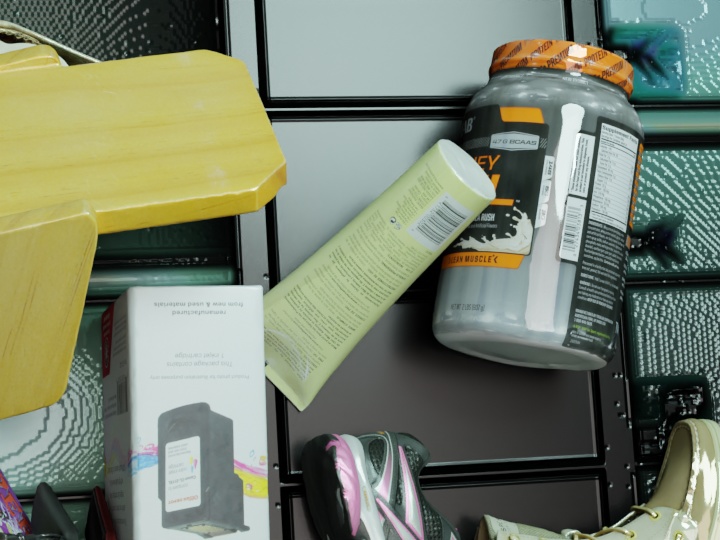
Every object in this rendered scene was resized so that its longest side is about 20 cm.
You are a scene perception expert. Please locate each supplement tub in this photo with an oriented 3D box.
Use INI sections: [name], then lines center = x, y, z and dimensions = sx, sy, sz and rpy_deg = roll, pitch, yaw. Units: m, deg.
[supplement tub]
center = 0.119, -0.042, 1.214
dimensions = 0.122, 0.123, 0.201
rpy_deg = 11, 79, -12

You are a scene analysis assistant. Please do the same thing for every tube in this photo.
[tube]
center = 0.000, 0.000, 1.183
dimensions = 0.200, 0.052, 0.058
rpy_deg = -45, 52, 20

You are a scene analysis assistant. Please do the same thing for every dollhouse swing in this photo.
[dollhouse swing]
center = -0.155, -0.024, 1.090
dimensions = 0.175, 0.200, 0.182
rpy_deg = 4, 121, -20

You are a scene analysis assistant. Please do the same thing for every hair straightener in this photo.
[hair straightener]
center = -0.175, 0.176, 1.063
dimensions = 0.077, 0.200, 0.041
rpy_deg = 8, 109, -17

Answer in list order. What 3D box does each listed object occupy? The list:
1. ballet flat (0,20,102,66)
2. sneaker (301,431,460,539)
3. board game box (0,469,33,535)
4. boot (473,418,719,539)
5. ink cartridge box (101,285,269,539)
[ballet flat]
center = -0.168, -0.102, 1.184
dimensions = 0.199, 0.062, 0.068
rpy_deg = 22, 78, -10
[sneaker]
center = 0.030, 0.196, 1.186
dimensions = 0.086, 0.080, 0.201
rpy_deg = -11, 91, -25
[board game box]
center = -0.210, 0.185, 1.106
dimensions = 0.032, 0.120, 0.201
rpy_deg = -30, 90, 0
[boot]
center = 0.155, 0.179, 1.221
dimensions = 0.154, 0.072, 0.201
rpy_deg = 17, 79, -8
[ink cartridge box]
center = -0.109, 0.117, 1.126
dimensions = 0.082, 0.146, 0.201
rpy_deg = 0, 83, -15
